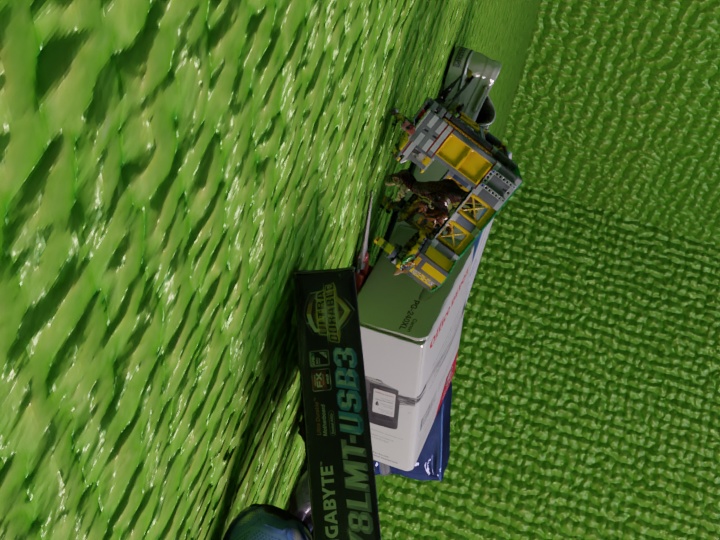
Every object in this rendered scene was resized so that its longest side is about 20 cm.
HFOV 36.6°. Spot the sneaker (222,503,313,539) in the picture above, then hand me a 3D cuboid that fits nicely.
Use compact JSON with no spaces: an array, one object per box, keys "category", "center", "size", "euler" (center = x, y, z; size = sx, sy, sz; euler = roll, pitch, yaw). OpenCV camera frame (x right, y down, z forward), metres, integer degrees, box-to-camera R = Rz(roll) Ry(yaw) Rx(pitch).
[{"category":"sneaker","center":[-0.085,0.258,0.749],"size":[0.089,0.078,0.201],"euler":[-39,147,-81]}]

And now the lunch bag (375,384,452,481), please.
[{"category":"lunch bag","center":[0.061,0.223,1.578],"size":[0.200,0.132,0.137],"euler":[10,82,-82]}]

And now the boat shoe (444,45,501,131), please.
[{"category":"boat shoe","center":[0.131,-0.191,1.314],"size":[0.200,0.065,0.072],"euler":[97,13,-57]}]

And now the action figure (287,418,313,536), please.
[{"category":"action figure","center":[-0.038,0.184,0.964],"size":[0.130,0.069,0.201],"euler":[36,69,-77]}]

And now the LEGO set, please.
[{"category":"LEGO set","center":[0.055,-0.086,0.956],"size":[0.154,0.116,0.200],"euler":[-50,-169,26]}]

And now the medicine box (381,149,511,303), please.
[{"category":"medicine box","center":[0.095,-0.040,1.271],"size":[0.200,0.103,0.183],"euler":[78,31,-75]}]

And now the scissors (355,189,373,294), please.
[{"category":"scissors","center":[0.000,0.000,1.000],"size":[0.200,0.014,0.073],"euler":[95,16,-67]}]

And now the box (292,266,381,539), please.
[{"category":"box","center":[-0.015,0.126,0.771],"size":[0.199,0.049,0.201],"euler":[86,-2,-69]}]

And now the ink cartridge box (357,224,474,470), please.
[{"category":"ink cartridge box","center":[0.044,0.076,1.082],"size":[0.201,0.083,0.145],"euler":[92,21,-45]}]
